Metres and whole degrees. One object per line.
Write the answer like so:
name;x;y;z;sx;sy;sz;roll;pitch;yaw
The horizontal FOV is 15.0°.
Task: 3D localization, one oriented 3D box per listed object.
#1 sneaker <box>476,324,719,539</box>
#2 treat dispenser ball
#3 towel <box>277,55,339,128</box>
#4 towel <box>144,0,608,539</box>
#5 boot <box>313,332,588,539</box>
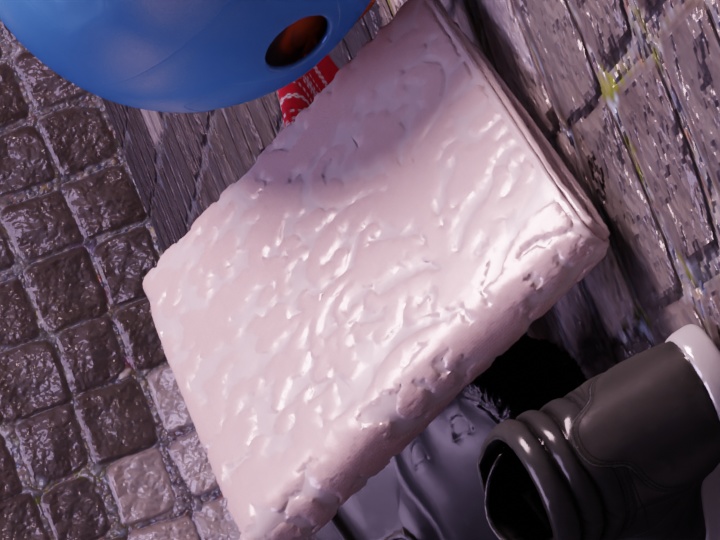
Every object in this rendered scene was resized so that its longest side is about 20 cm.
sneaker;0.094;0.088;1.100;0.200;0.099;0.071;86;159;-68
treat dispenser ball;-0.079;-0.171;1.210;0.201;0.200;0.202;159;90;-82
towel;0.008;-0.025;1.352;0.145;0.022;0.200;48;-162;-37
towel;0.000;0.000;1.179;0.032;0.200;0.191;33;-161;-38
boot;0.073;0.125;1.266;0.198;0.073;0.162;50;135;-6
